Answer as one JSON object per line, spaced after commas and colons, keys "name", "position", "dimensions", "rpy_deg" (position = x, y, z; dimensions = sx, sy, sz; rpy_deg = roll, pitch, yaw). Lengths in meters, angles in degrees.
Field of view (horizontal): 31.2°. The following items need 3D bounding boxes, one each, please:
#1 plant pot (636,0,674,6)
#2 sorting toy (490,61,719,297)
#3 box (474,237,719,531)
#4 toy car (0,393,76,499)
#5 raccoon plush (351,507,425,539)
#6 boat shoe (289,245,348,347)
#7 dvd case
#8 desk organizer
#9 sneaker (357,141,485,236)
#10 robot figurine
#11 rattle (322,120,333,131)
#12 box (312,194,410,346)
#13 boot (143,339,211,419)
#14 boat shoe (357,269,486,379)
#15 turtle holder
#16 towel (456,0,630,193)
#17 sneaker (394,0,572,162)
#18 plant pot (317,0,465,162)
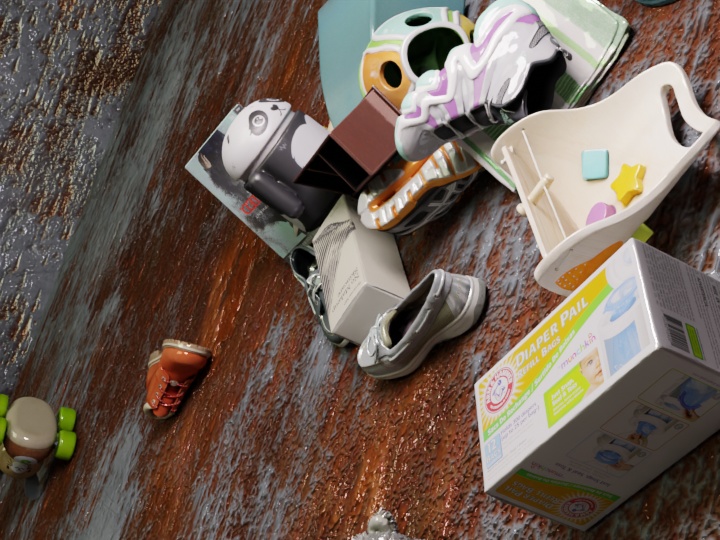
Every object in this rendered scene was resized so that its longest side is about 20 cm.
{"name": "plant pot", "position": [0.242, -0.377, 1.191], "dimensions": [0.200, 0.187, 0.201], "rpy_deg": [-48, 29, 38]}
{"name": "sorting toy", "position": [0.219, -0.086, 1.090], "dimensions": [0.180, 0.107, 0.200], "rpy_deg": [-46, 28, 24]}
{"name": "box", "position": [0.185, 0.091, 0.974], "dimensions": [0.200, 0.101, 0.113], "rpy_deg": [-48, 29, 36]}
{"name": "toy car", "position": [-0.656, 0.361, 2.497], "dimensions": [0.158, 0.163, 0.201], "rpy_deg": [-113, 42, -60]}
{"name": "raccoon plush", "position": [-0.006, 0.280, 1.235], "dimensions": [0.134, 0.097, 0.200], "rpy_deg": [-58, 23, -1]}
{"name": "boat shoe", "position": [-0.047, 0.028, 1.594], "dimensions": [0.073, 0.062, 0.200], "rpy_deg": [-58, 24, 19]}
{"name": "dvd case", "position": [-0.130, -0.114, 1.751], "dimensions": [0.146, 0.200, 0.022], "rpy_deg": [-40, 10, 44]}
{"name": "desk organizer", "position": [-0.010, -0.129, 1.467], "dimensions": [0.077, 0.072, 0.200], "rpy_deg": [-46, 2, -19]}
{"name": "sneaker", "position": [0.090, -0.107, 1.414], "dimensions": [0.200, 0.077, 0.079], "rpy_deg": [-34, 56, 22]}
{"name": "robot figurine", "position": [-0.078, -0.131, 1.632], "dimensions": [0.125, 0.200, 0.150], "rpy_deg": [-55, 9, -3]}
{"name": "rattle", "position": [-0.058, -0.240, 1.773], "dimensions": [0.130, 0.142, 0.201], "rpy_deg": [6, -79, -76]}
{"name": "box", "position": [0.000, 0.000, 1.510], "dimensions": [0.082, 0.068, 0.200], "rpy_deg": [-56, 24, 23]}
{"name": "boot", "position": [-0.284, 0.169, 1.975], "dimensions": [0.200, 0.075, 0.108], "rpy_deg": [140, 144, -61]}
{"name": "boat shoe", "position": [0.051, 0.054, 1.350], "dimensions": [0.202, 0.065, 0.075], "rpy_deg": [-35, 37, 51]}
{"name": "turtle holder", "position": [0.093, -0.224, 1.436], "dimensions": [0.132, 0.184, 0.142], "rpy_deg": [143, 132, -82]}
{"name": "towel", "position": [0.170, -0.197, 1.310], "dimensions": [0.153, 0.023, 0.201], "rpy_deg": [46, 112, 37]}
{"name": "sneaker", "position": [0.126, -0.158, 1.274], "dimensions": [0.200, 0.078, 0.140], "rpy_deg": [-51, 51, 21]}
{"name": "plant pot", "position": [0.034, -0.249, 1.593], "dimensions": [0.141, 0.141, 0.201], "rpy_deg": [-35, 45, 51]}
